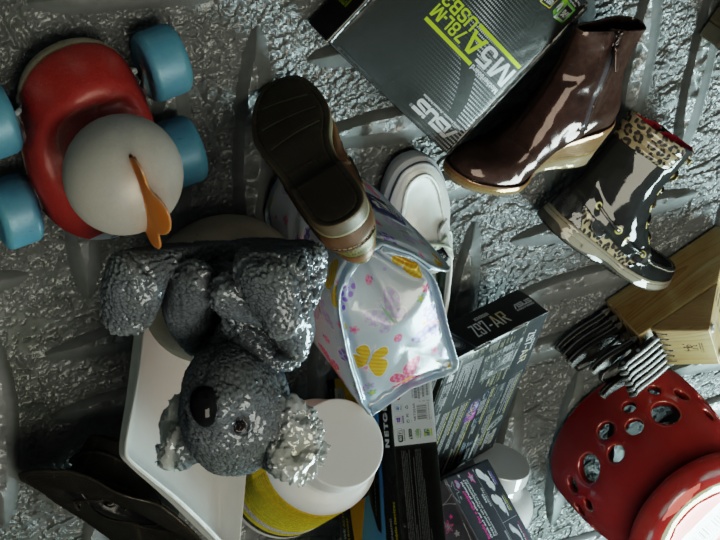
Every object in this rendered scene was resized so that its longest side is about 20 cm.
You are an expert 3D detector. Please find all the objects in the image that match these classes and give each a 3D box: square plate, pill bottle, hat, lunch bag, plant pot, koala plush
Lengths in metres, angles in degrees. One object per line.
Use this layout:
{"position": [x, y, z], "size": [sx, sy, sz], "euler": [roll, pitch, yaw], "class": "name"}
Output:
{"position": [-0.162, 0.136, 1.575], "size": [0.028, 0.200, 0.198], "euler": [-16, 138, 21], "class": "square plate"}
{"position": [0.125, 0.291, 1.908], "size": [0.111, 0.111, 0.200], "euler": [0, 122, -32], "class": "pill bottle"}
{"position": [-0.218, 0.201, 1.621], "size": [0.201, 0.200, 0.081], "euler": [44, 57, -44], "class": "hat"}
{"position": [0.000, 0.000, 1.570], "size": [0.127, 0.170, 0.200], "euler": [-28, 133, -12], "class": "lunch bag"}
{"position": [0.345, 0.238, 1.962], "size": [0.200, 0.183, 0.201], "euler": [-15, 127, -21], "class": "plant pot"}
{"position": [-0.101, 0.077, 1.407], "size": [0.184, 0.177, 0.200], "euler": [-18, 107, -71], "class": "koala plush"}
{"position": [-0.051, 0.188, 1.650], "size": [0.112, 0.113, 0.200], "euler": [-13, 167, -24], "class": "pill bottle"}

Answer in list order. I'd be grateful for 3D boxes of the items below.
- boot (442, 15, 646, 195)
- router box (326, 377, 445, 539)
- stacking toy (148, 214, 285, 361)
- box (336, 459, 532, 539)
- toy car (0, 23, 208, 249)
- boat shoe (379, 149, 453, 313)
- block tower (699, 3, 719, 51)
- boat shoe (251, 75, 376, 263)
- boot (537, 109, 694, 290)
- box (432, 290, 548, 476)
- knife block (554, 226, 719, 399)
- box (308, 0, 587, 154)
{"position": [0.173, -0.162, 1.621], "size": [0.200, 0.072, 0.167], "euler": [-15, 137, -37], "class": "boot"}
{"position": [0.025, 0.202, 1.688], "size": [0.051, 0.149, 0.200], "euler": [-4, 86, -25], "class": "router box"}
{"position": [-0.108, 0.052, 1.593], "size": [0.146, 0.146, 0.200], "euler": [-34, 150, -6], "class": "stacking toy"}
{"position": [0.065, 0.306, 1.803], "size": [0.200, 0.132, 0.115], "euler": [-33, 170, 26], "class": "box"}
{"position": [-0.195, -0.073, 1.371], "size": [0.184, 0.200, 0.177], "euler": [-21, 131, -17], "class": "toy car"}
{"position": [0.065, -0.022, 1.667], "size": [0.073, 0.067, 0.200], "euler": [-22, 132, -17], "class": "boat shoe"}
{"position": [0.430, -0.222, 1.758], "size": [0.200, 0.058, 0.054], "euler": [19, 111, -42], "class": "block tower"}
{"position": [-0.040, -0.084, 1.467], "size": [0.072, 0.200, 0.068], "euler": [-24, 139, 3], "class": "boat shoe"}
{"position": [0.292, -0.071, 1.774], "size": [0.200, 0.073, 0.151], "euler": [26, 106, -36], "class": "boot"}
{"position": [0.101, 0.129, 1.768], "size": [0.160, 0.044, 0.200], "euler": [-24, 143, -42], "class": "box"}
{"position": [0.314, 0.047, 1.892], "size": [0.064, 0.175, 0.200], "euler": [63, 36, -45], "class": "knife block"}
{"position": [0.083, -0.230, 1.538], "size": [0.193, 0.048, 0.200], "euler": [-47, 134, 4], "class": "box"}
